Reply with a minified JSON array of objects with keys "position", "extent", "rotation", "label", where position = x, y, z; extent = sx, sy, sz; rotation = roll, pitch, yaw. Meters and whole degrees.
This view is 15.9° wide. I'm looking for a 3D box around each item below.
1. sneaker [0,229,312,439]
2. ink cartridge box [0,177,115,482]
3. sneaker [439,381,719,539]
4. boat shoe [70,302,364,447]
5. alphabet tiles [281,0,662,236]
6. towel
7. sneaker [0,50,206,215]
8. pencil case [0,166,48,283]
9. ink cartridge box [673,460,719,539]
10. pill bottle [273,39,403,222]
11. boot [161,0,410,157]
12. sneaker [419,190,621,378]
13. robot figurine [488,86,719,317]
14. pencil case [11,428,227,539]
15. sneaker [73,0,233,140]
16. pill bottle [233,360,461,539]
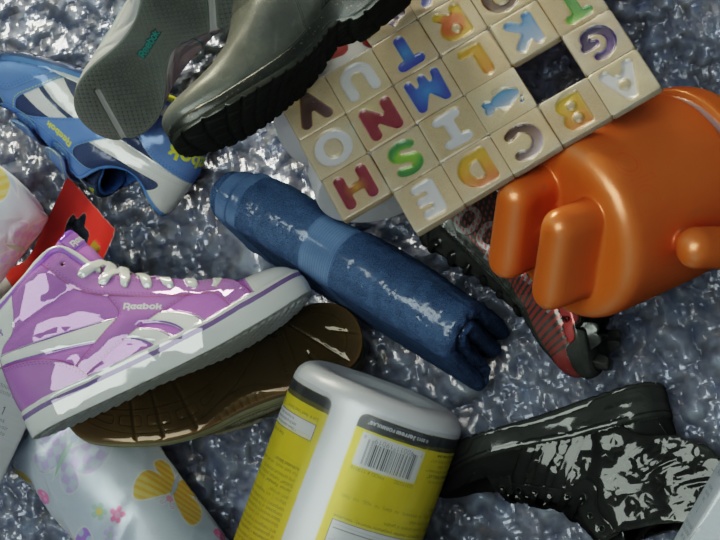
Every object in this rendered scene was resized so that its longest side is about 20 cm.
[{"position":[-0.137,0.015,1.613],"extent":[0.199,0.073,0.115],"rotation":[-22,81,-2],"label":"sneaker"},{"position":[-0.240,0.037,1.723],"extent":[0.050,0.161,0.201],"rotation":[21,98,-23],"label":"ink cartridge box"},{"position":[0.142,0.138,1.603],"extent":[0.199,0.060,0.105],"rotation":[-20,74,16],"label":"sneaker"},{"position":[-0.093,0.075,1.672],"extent":[0.198,0.065,0.073],"rotation":[-17,71,-2],"label":"boat shoe"},{"position":[0.055,-0.115,1.528],"extent":[0.199,0.008,0.168],"rotation":[-30,57,1],"label":"alphabet tiles"},{"position":[0.000,0.000,1.644],"extent":[0.199,0.112,0.049],"rotation":[32,85,22],"label":"towel"},{"position":[-0.193,-0.098,1.754],"extent":[0.199,0.074,0.083],"rotation":[19,95,23],"label":"sneaker"},{"position":[-0.294,0.012,1.711],"extent":[0.083,0.091,0.201],"rotation":[28,78,31],"label":"pencil case"},{"position":[0.253,0.212,1.530],"extent":[0.162,0.057,0.201],"rotation":[30,92,-2],"label":"ink cartridge box"},{"position":[-0.010,-0.137,1.634],"extent":[0.112,0.112,0.201],"rotation":[-26,58,18],"label":"pill bottle"},{"position":[-0.067,-0.168,1.538],"extent":[0.200,0.068,0.131],"rotation":[-39,77,-14],"label":"boot"},{"position":[0.094,-0.014,1.631],"extent":[0.097,0.071,0.202],"rotation":[-29,73,17],"label":"sneaker"},{"position":[0.169,-0.042,1.546],"extent":[0.143,0.199,0.117],"rotation":[-14,97,54],"label":"robot figurine"},{"position":[-0.148,0.174,1.698],"extent":[0.200,0.083,0.091],"rotation":[50,118,19],"label":"pencil case"},{"position":[-0.116,-0.173,1.639],"extent":[0.070,0.081,0.200],"rotation":[35,125,-16],"label":"sneaker"},{"position":[-0.020,0.166,1.595],"extent":[0.111,0.112,0.201],"rotation":[22,94,22],"label":"pill bottle"}]
